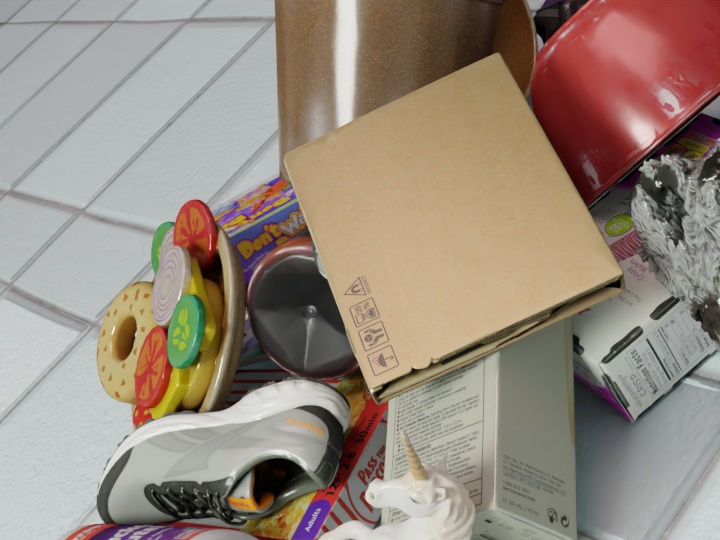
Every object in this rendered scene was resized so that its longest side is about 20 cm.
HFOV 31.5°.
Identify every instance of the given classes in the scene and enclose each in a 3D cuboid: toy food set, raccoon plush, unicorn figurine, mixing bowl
[{"bbox_3d":[-0.144,0.049,0.971,0.198,0.048,0.200,-61,31,27],"label":"toy food set"},{"bbox_3d":[0.246,-0.015,0.760,0.134,0.201,0.097,-20,13,-21],"label":"raccoon plush"},{"bbox_3d":[0.012,0.185,0.716,0.137,0.201,0.074,-14,2,34],"label":"unicorn figurine"},{"bbox_3d":[0.196,-0.143,0.915,0.200,0.108,0.200,-40,-4,-4],"label":"mixing bowl"}]

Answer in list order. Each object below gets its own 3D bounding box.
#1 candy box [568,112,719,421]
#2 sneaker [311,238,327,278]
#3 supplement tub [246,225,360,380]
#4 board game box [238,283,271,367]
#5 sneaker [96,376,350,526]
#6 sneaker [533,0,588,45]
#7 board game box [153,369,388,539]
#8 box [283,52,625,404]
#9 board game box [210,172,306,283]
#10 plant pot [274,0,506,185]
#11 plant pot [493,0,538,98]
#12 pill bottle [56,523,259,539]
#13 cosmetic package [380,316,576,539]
[{"bbox_3d":[0.207,-0.008,0.858,0.200,0.061,0.136,-39,31,-5],"label":"candy box"},{"bbox_3d":[0.050,-0.042,0.886,0.200,0.087,0.074,-33,56,-28],"label":"sneaker"},{"bbox_3d":[0.000,0.000,0.976,0.107,0.107,0.200,-18,11,28],"label":"supplement tub"},{"bbox_3d":[-0.101,0.027,1.114,0.199,0.026,0.200,-16,22,31],"label":"board game box"},{"bbox_3d":[-0.100,0.138,0.868,0.200,0.074,0.080,-23,38,21],"label":"sneaker"},{"bbox_3d":[0.214,-0.205,1.133,0.088,0.076,0.200,-48,25,8],"label":"sneaker"},{"bbox_3d":[-0.059,0.143,0.936,0.199,0.046,0.152,-5,42,42],"label":"board game box"},{"bbox_3d":[0.051,-0.033,0.794,0.163,0.021,0.200,-25,52,4],"label":"box"},{"bbox_3d":[-0.079,-0.046,1.162,0.199,0.045,0.134,-29,18,-6],"label":"board game box"},{"bbox_3d":[0.019,-0.161,0.980,0.199,0.199,0.200,3,9,0],"label":"plant pot"},{"bbox_3d":[0.033,-0.192,1.199,0.200,0.186,0.187,-24,27,55],"label":"plant pot"},{"bbox_3d":[-0.153,0.226,0.853,0.199,0.112,0.112,-7,41,39],"label":"pill bottle"},{"bbox_3d":[0.074,0.077,0.796,0.105,0.071,0.201,-28,45,43],"label":"cosmetic package"}]
